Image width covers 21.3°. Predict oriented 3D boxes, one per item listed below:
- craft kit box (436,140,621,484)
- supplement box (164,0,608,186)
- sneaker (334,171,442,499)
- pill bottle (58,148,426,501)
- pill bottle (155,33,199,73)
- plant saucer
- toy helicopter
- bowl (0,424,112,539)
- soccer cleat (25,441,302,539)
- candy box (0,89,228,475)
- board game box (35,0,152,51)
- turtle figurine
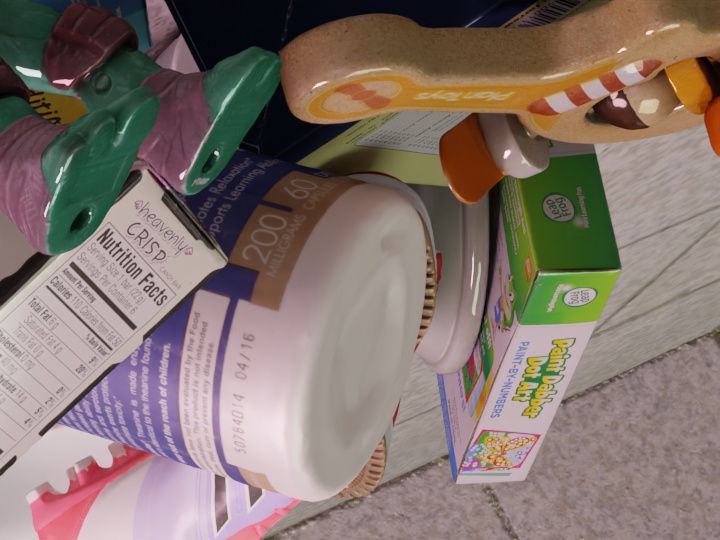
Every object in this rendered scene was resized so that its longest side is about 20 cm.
[{"bbox_3d":[0.070,-0.027,0.962,0.048,0.200,0.198,-2,147,-8],"label":"craft kit box"},{"bbox_3d":[0.052,-0.140,0.756,0.200,0.134,0.200,-32,166,24],"label":"supplement box"},{"bbox_3d":[0.000,0.000,0.821,0.071,0.113,0.200,13,141,1],"label":"sneaker"},{"bbox_3d":[-0.086,0.002,0.678,0.200,0.111,0.111,15,-178,19],"label":"pill bottle"},{"bbox_3d":[-0.057,-0.056,0.928,0.109,0.109,0.200,-24,166,-17],"label":"pill bottle"},{"bbox_3d":[0.018,-0.046,0.968,0.050,0.200,0.200,-4,162,-11],"label":"plant saucer"},{"bbox_3d":[0.056,-0.065,0.648,0.200,0.079,0.132,-3,165,-34],"label":"toy helicopter"},{"bbox_3d":[-0.141,0.061,0.892,0.201,0.090,0.201,-19,160,-7],"label":"bowl"},{"bbox_3d":[-0.053,0.087,0.775,0.200,0.077,0.067,-28,-177,33],"label":"soccer cleat"},{"bbox_3d":[-0.159,0.014,0.589,0.200,0.136,0.061,-44,144,-6],"label":"candy box"},{"bbox_3d":[-0.178,-0.087,0.691,0.200,0.047,0.151,-25,168,-10],"label":"board game box"},{"bbox_3d":[-0.126,-0.088,0.515,0.150,0.200,0.101,-42,164,-41],"label":"turtle figurine"}]
